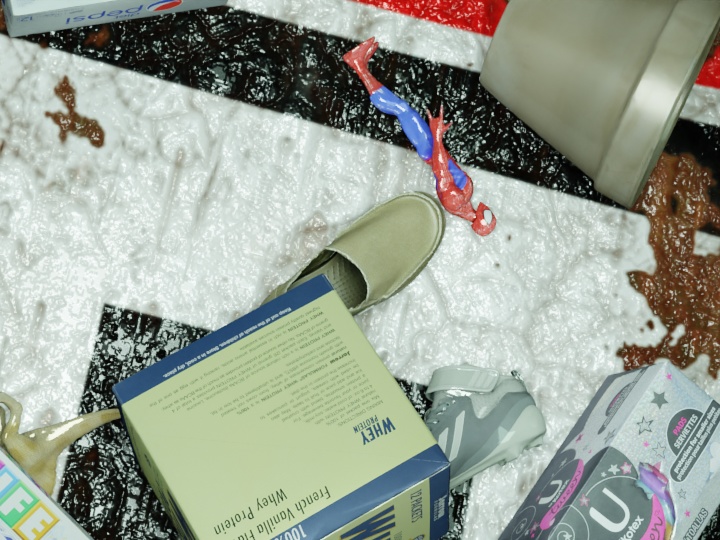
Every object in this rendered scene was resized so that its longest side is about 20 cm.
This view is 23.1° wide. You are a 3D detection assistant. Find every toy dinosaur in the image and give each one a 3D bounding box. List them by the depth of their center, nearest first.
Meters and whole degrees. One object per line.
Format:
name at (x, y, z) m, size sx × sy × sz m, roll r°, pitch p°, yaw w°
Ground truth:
toy dinosaur at (-0.281, 0.147, 1.439) m, size 0.200 × 0.058 × 0.101 m, roll -39°, pitch 106°, yaw -10°

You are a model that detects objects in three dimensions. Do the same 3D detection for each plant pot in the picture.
plant pot at (0.207, -0.183, 1.555) m, size 0.172 × 0.200 × 0.201 m, roll 27°, pitch 74°, yaw 8°

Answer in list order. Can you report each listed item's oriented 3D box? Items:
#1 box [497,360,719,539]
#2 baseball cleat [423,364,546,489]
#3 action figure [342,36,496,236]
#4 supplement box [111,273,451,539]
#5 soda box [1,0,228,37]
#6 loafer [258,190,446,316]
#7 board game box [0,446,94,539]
box at (0.225, 0.192, 1.507) m, size 0.114 × 0.132 × 0.201 m, roll 38°, pitch 73°, yaw -6°
baseball cleat at (0.062, 0.146, 1.517) m, size 0.199 × 0.070 × 0.107 m, roll -22°, pitch 79°, yaw -26°
action figure at (0.058, -0.116, 1.557) m, size 0.051 × 0.065 × 0.201 m, roll -32°, pitch 88°, yaw 0°
supplement box at (-0.060, 0.152, 1.400) m, size 0.199 × 0.135 × 0.200 m, roll -28°, pitch 62°, yaw -14°
soda box at (-0.210, -0.253, 1.512) m, size 0.198 × 0.068 × 0.064 m, roll -12°, pitch 84°, yaw -15°
loafer at (0.000, 0.000, 1.519) m, size 0.200 × 0.067 × 0.076 m, roll -40°, pitch 91°, yaw -17°
board game box at (-0.316, 0.203, 1.386) m, size 0.134 × 0.034 × 0.200 m, roll -45°, pitch 106°, yaw -8°
